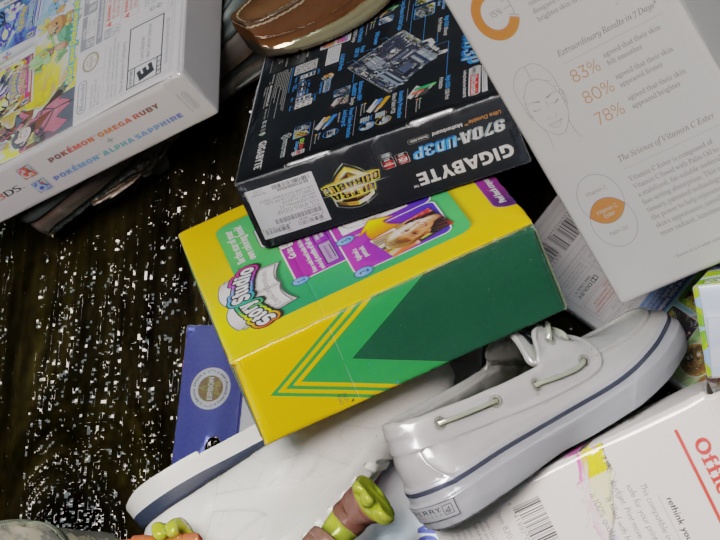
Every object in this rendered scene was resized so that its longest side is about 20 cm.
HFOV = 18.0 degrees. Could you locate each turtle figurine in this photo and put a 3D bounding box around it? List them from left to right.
[{"bbox_3d":[-0.032,0.195,1.187,0.161,0.064,0.200,-37,70,4],"label":"turtle figurine"}]

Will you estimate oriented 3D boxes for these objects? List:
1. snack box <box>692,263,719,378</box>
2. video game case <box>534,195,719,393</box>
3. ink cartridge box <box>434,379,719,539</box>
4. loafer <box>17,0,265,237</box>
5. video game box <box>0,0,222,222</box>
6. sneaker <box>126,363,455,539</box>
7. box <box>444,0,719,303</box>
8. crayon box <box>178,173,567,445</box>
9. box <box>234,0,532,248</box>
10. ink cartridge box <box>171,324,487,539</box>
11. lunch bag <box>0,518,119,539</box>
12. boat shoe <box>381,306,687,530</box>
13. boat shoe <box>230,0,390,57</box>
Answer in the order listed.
[{"bbox_3d":[0.279,0.011,1.146,0.200,0.142,0.053,-6,97,17],"label":"snack box"},{"bbox_3d":[0.200,-0.005,1.273,0.200,0.018,0.143,36,84,28],"label":"video game case"},{"bbox_3d":[0.153,0.136,1.184,0.200,0.067,0.117,-26,90,9],"label":"ink cartridge box"},{"bbox_3d":[-0.124,-0.088,1.400,0.200,0.063,0.072,-45,25,2],"label":"loafer"},{"bbox_3d":[-0.168,-0.138,1.391,0.182,0.047,0.200,-22,43,22],"label":"video game box"},{"bbox_3d":[-0.028,0.115,1.241,0.200,0.076,0.081,-31,75,13],"label":"sneaker"},{"bbox_3d":[0.152,-0.105,1.178,0.124,0.097,0.200,-25,99,40],"label":"box"},{"bbox_3d":[0.000,0.000,1.244,0.172,0.058,0.200,-25,23,-2],"label":"crayon box"},{"bbox_3d":[0.017,-0.099,1.298,0.159,0.046,0.200,-18,26,13],"label":"box"},{"bbox_3d":[-0.025,0.115,1.295,0.200,0.043,0.197,-2,69,18],"label":"ink cartridge box"},{"bbox_3d":[-0.178,0.236,1.218,0.139,0.168,0.200,-43,62,17],"label":"lunch bag"},{"bbox_3d":[0.095,0.058,1.183,0.074,0.200,0.067,-17,103,51],"label":"boat shoe"},{"bbox_3d":[0.003,-0.207,1.367,0.200,0.074,0.076,-37,31,-15],"label":"boat shoe"}]
